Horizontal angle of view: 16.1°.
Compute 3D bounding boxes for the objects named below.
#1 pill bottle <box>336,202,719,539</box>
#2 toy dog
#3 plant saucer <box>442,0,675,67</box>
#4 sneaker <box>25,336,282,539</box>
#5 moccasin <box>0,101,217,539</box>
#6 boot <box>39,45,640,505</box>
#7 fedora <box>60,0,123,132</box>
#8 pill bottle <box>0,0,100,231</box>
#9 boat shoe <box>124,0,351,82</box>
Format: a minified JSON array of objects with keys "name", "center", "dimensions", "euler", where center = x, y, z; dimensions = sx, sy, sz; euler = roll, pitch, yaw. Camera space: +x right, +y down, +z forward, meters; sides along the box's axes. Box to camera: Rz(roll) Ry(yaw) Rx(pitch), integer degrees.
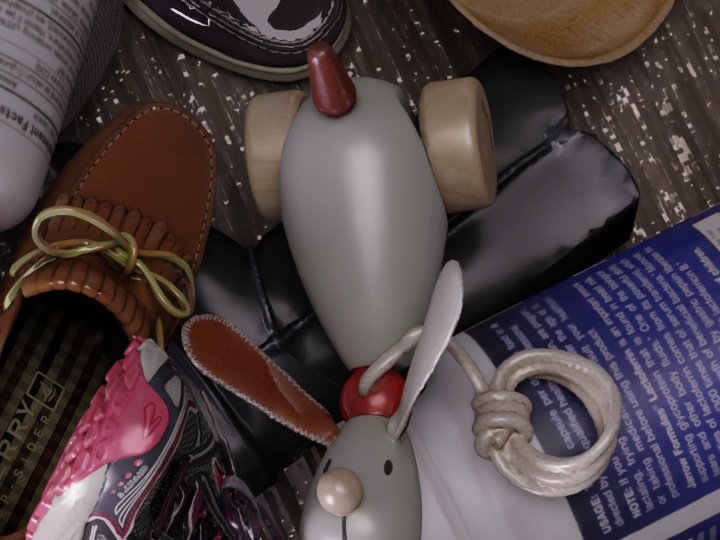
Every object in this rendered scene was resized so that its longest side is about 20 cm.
[{"name":"pill bottle","center":[0.095,0.059,0.972],"dimensions":[0.199,0.116,0.116],"euler":[-26,78,-7]},{"name":"toy dog","center":[0.000,0.000,0.905],"dimensions":[0.131,0.096,0.201],"euler":[-25,58,6]},{"name":"plant saucer","center":[0.058,-0.176,1.027],"dimensions":[0.199,0.035,0.202],"euler":[12,72,-42]},{"name":"sneaker","center":[-0.059,0.090,0.877],"dimensions":[0.074,0.200,0.081],"euler":[23,67,16]},{"name":"moccasin","center":[-0.101,0.019,0.913],"dimensions":[0.074,0.078,0.202],"euler":[38,56,-11]},{"name":"boot","center":[-0.011,-0.030,1.017],"dimensions":[0.199,0.066,0.165],"euler":[-35,86,-7]},{"name":"fedora","center":[-0.196,-0.107,1.020],"dimensions":[0.198,0.090,0.178],"euler":[-3,78,-11]},{"name":"pill bottle","center":[-0.157,-0.081,0.916],"dimensions":[0.113,0.113,0.201],"euler":[15,77,3]},{"name":"boat shoe","center":[-0.086,-0.156,1.047],"dimensions":[0.200,0.065,0.072],"euler":[44,79,9]}]
